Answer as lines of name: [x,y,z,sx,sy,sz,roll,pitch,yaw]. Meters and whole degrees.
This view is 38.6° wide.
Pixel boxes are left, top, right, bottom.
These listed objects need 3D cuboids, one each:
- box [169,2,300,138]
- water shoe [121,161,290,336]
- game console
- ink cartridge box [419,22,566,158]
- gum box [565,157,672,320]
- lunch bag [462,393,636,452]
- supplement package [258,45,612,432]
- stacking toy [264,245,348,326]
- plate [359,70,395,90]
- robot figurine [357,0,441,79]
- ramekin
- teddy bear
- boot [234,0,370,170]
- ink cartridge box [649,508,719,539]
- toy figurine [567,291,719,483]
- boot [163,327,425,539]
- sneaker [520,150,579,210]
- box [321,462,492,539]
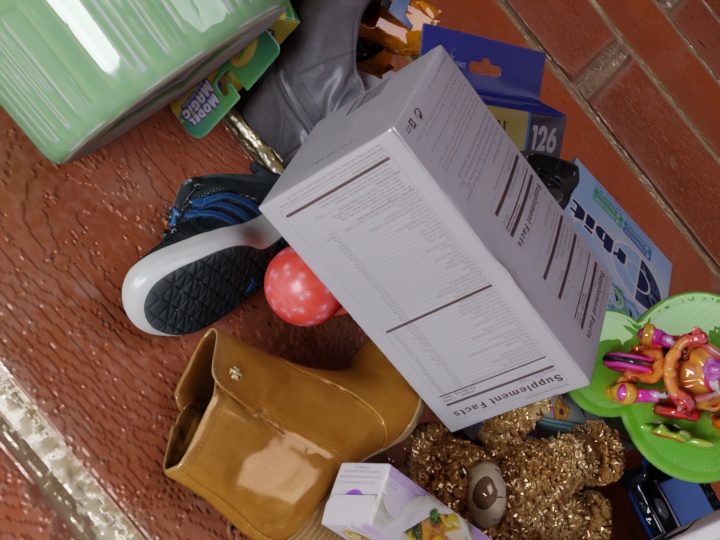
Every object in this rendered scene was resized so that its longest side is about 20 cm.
box: [-0.119,-0.207,0.759,0.048,0.117,0.200,-3,63,-47]
water shoe: [-0.101,-0.018,0.673,0.079,0.072,0.200,33,29,17]
game console: [0.317,0.176,0.899,0.200,0.118,0.171,6,54,-58]
ink cartridge box: [0.111,-0.098,0.893,0.197,0.047,0.201,-4,107,-50]
gum box: [0.251,-0.006,1.076,0.170,0.045,0.200,46,35,-10]
lunch bag: [0.151,0.081,0.849,0.200,0.077,0.161,19,46,-39]
supplement package: [0.054,-0.015,0.648,0.200,0.114,0.110,50,38,-19]
stacking toy: [0.000,0.000,0.730,0.085,0.085,0.200,57,31,7]
plate: [0.017,-0.112,0.910,0.199,0.032,0.200,-1,61,-51]
robot figurine: [-0.040,-0.231,0.847,0.200,0.145,0.058,28,76,-21]
ramekin: [-0.139,-0.152,0.622,0.098,0.200,0.200,54,33,-10]
teddy bear: [0.118,0.154,0.719,0.200,0.145,0.067,30,-3,-36]
boot: [-0.008,-0.141,0.758,0.070,0.200,0.132,-24,75,-46]
ink cartridge box: [0.249,0.249,0.706,0.084,0.200,0.145,-6,64,-49]
toy figurine: [0.268,0.075,0.722,0.199,0.184,0.151,16,80,-13]
boot: [-0.037,0.075,0.639,0.144,0.071,0.201,42,41,-22]
sneaker: [0.128,-0.041,0.825,0.075,0.079,0.200,23,24,21]
box: [0.057,0.177,0.627,0.200,0.041,0.039,42,56,-35]
